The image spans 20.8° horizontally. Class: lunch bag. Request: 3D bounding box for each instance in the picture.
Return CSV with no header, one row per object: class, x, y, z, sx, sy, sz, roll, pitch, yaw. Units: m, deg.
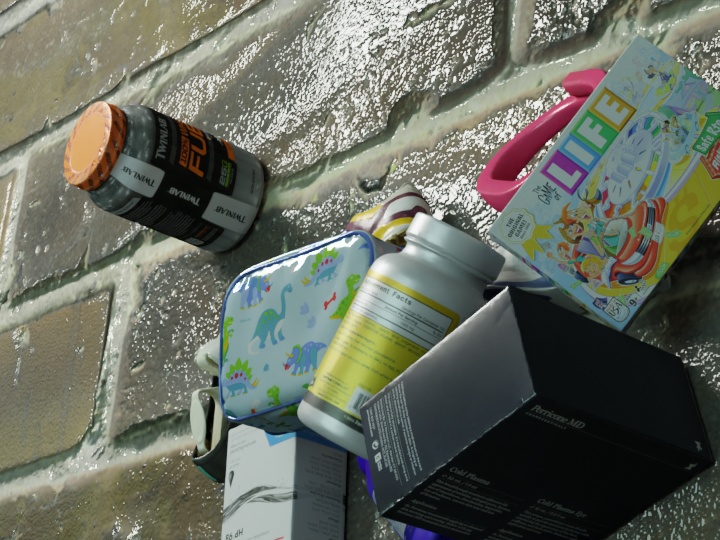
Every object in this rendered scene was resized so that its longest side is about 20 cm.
lunch bag,-0.037,0.056,1.784,0.199,0.082,0.162,-20,62,37

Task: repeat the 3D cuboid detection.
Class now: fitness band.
fitness band,0.165,-0.108,1.691,0.144,0.037,0.200,-51,10,-4

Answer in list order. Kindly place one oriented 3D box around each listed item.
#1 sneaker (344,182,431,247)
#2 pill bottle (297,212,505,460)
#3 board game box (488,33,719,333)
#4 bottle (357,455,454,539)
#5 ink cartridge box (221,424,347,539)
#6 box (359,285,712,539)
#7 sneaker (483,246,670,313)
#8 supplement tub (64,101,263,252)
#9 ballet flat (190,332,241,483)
sneaker,0.000,0.000,1.913,0.200,0.075,0.090,-40,32,29
pill bottle,0.039,0.059,1.631,0.112,0.112,0.201,25,86,56
board game box,0.214,-0.068,1.559,0.134,0.034,0.200,36,87,13
bottle,0.047,0.184,1.740,0.084,0.065,0.200,-60,35,11
ink cartridge box,-0.074,0.238,1.877,0.116,0.066,0.201,-27,51,44
box,0.135,0.127,1.528,0.182,0.199,0.105,-40,44,33
sneaker,0.186,-0.030,1.664,0.199,0.080,0.116,-11,59,44
supplement tub,-0.215,-0.105,2.145,0.122,0.199,0.123,-29,50,43
ballet flat,-0.138,0.118,2.031,0.068,0.068,0.201,-22,54,47
